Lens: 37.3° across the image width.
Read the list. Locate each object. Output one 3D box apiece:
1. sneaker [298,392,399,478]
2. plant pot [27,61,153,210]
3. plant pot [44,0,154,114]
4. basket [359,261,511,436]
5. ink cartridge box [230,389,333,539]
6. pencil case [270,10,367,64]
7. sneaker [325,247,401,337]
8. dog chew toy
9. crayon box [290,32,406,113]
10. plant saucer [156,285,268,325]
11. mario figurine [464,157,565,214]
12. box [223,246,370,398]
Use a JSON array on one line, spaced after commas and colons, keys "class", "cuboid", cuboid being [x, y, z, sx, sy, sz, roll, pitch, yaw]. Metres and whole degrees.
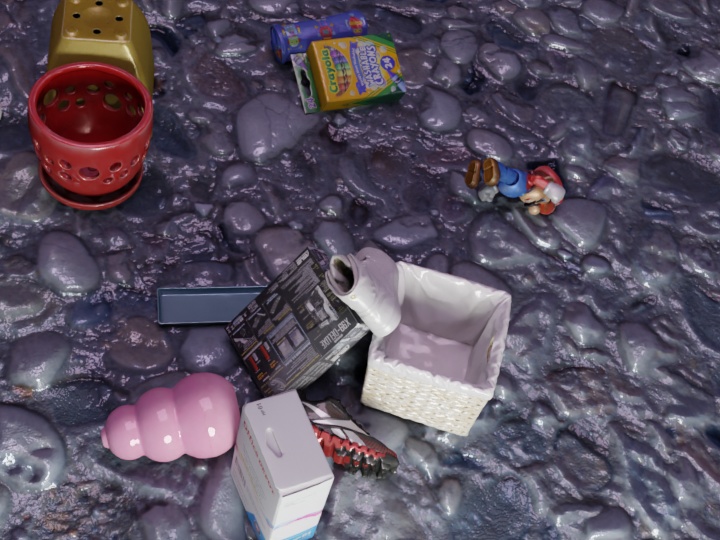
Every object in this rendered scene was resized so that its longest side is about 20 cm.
[{"class": "sneaker", "cuboid": [-0.030, 0.243, 1.607, 0.199, 0.071, 0.098, 20, 55, 5]}, {"class": "plant pot", "cuboid": [-0.448, -0.218, 1.785, 0.199, 0.183, 0.202, 5, 54, -7]}, {"class": "plant pot", "cuboid": [-0.462, -0.372, 1.885, 0.193, 0.201, 0.197, 2, 55, -11]}, {"class": "basket", "cuboid": [0.111, 0.125, 1.668, 0.199, 0.161, 0.199, 17, 52, 0]}, {"class": "ink cartridge box", "cuboid": [-0.112, 0.281, 1.480, 0.084, 0.201, 0.145, -15, 59, -21]}, {"class": "pencil case", "cuboid": [-0.082, -0.461, 2.107, 0.199, 0.087, 0.079, -15, 99, -21]}, {"class": "sneaker", "cuboid": [0.000, 0.000, 1.602, 0.116, 0.074, 0.200, 45, 16, -29]}, {"class": "dog chew toy", "cuboid": [-0.275, 0.221, 1.546, 0.198, 0.125, 0.125, -12, 57, -11]}, {"class": "crayon box", "cuboid": [-0.023, -0.380, 2.051, 0.199, 0.052, 0.127, -12, 80, -19]}, {"class": "plant saucer", "cuboid": [-0.230, 0.058, 1.734, 0.198, 0.019, 0.070, -2, 55, -12]}, {"class": "mario figurine", "cuboid": [0.289, -0.140, 1.935, 0.199, 0.106, 0.124, 11, 29, -32]}, {"class": "box", "cuboid": [-0.098, 0.087, 1.641, 0.158, 0.200, 0.050, 54, 18, 26]}]
